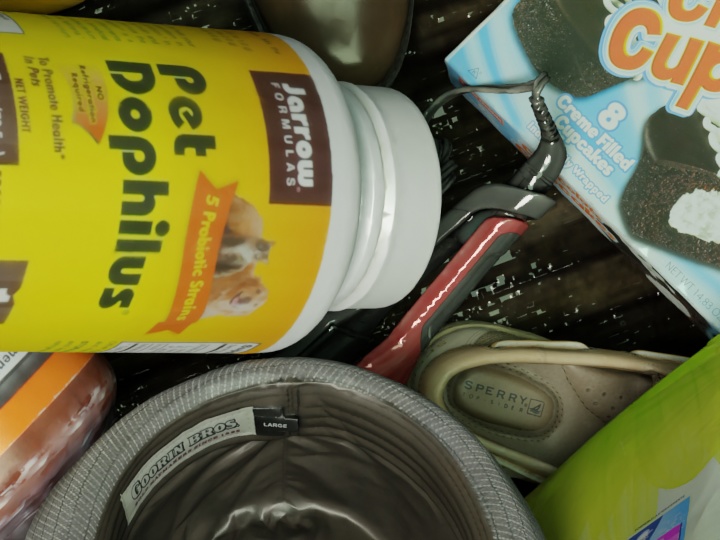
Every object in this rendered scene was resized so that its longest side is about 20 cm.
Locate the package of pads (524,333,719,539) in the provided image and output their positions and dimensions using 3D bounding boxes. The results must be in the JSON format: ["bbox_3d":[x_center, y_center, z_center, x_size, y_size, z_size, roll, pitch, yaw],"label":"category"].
[{"bbox_3d":[0.082,0.129,0.882,0.068,0.155,0.200,35,126,-14],"label":"package of pads"}]

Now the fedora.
[{"bbox_3d":[-0.023,0.129,0.844,0.176,0.090,0.201,-6,53,-6],"label":"fedora"}]

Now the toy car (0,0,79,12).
[{"bbox_3d":[-0.155,-0.178,0.876,0.199,0.175,0.150,30,48,-6],"label":"toy car"}]

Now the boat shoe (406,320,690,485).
[{"bbox_3d":[0.114,0.067,0.963,0.199,0.065,0.072,10,92,-7],"label":"boat shoe"}]

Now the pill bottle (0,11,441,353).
[{"bbox_3d":[-0.076,-0.027,0.852,0.199,0.109,0.110,1,93,-32],"label":"pill bottle"}]

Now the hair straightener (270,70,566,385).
[{"bbox_3d":[0.000,0.000,0.939,0.077,0.041,0.200,46,107,26],"label":"hair straightener"}]

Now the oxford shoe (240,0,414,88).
[{"bbox_3d":[-0.017,-0.157,0.927,0.072,0.084,0.201,-9,95,-8],"label":"oxford shoe"}]

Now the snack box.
[{"bbox_3d":[0.141,-0.045,0.948,0.116,0.037,0.200,-44,80,-3],"label":"snack box"}]

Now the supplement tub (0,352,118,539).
[{"bbox_3d":[-0.160,0.034,0.907,0.107,0.107,0.200,-44,96,-3],"label":"supplement tub"}]
